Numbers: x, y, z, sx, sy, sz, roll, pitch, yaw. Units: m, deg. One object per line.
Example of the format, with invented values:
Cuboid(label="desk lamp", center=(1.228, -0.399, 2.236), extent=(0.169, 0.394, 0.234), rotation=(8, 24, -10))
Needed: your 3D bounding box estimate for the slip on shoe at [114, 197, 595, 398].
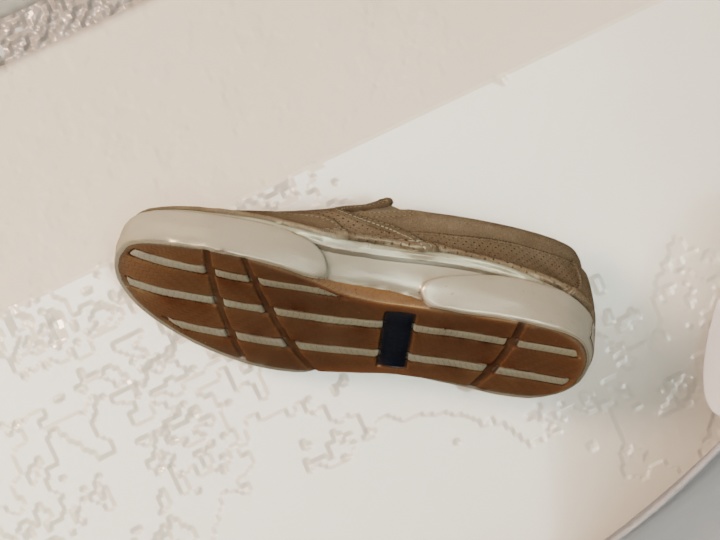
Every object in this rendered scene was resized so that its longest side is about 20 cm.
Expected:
Cuboid(label="slip on shoe", center=(0.000, 0.000, 0.900), extent=(0.199, 0.076, 0.061), rotation=(9, 52, -3))

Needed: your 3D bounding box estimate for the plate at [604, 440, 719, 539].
Cuboid(label="plate", center=(0.211, 0.113, 0.894), extent=(0.199, 0.200, 0.032), rotation=(20, 54, -11))

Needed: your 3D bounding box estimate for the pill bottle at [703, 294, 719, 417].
Cuboid(label="pill bottle", center=(0.253, 0.049, 0.919), extent=(0.199, 0.114, 0.115), rotation=(19, 90, -10))
